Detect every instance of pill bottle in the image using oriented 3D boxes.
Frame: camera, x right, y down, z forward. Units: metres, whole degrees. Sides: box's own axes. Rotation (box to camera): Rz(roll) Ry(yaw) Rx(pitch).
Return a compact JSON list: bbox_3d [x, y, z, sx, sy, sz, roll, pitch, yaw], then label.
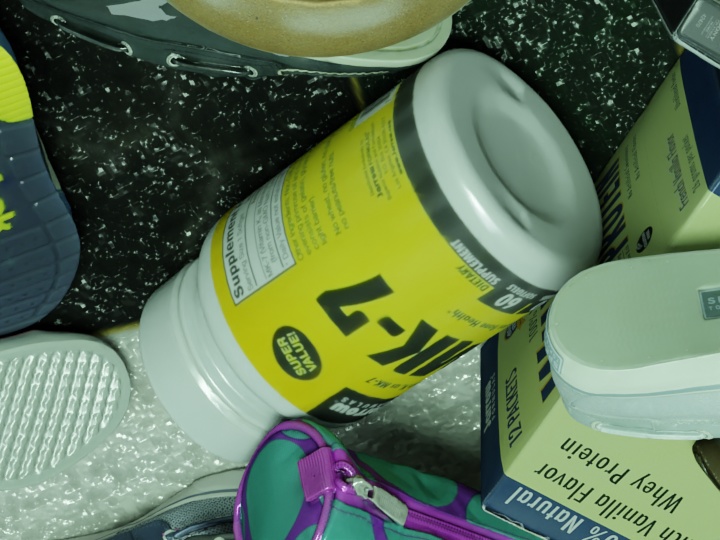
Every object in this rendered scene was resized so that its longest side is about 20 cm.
[{"bbox_3d":[0.000,0.000,0.894,0.199,0.115,0.114,-35,112,31],"label":"pill bottle"}]

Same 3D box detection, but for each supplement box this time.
[{"bbox_3d":[0.185,0.040,0.898,0.199,0.135,0.201,27,118,-11],"label":"supplement box"}]

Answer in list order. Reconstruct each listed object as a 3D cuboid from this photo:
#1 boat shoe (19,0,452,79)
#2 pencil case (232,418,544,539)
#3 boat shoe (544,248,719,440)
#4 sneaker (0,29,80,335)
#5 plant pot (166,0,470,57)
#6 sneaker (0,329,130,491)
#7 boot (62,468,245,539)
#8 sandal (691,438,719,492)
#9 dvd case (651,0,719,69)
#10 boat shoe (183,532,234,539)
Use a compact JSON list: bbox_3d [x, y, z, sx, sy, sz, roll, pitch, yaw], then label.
[{"bbox_3d":[-0.061,-0.116,0.869,0.197,0.075,0.066,7,152,-7],"label":"boat shoe"},{"bbox_3d":[0.043,0.135,0.904,0.199,0.086,0.092,19,146,-24],"label":"pencil case"},{"bbox_3d":[0.172,0.029,0.785,0.199,0.071,0.072,-4,146,6],"label":"boat shoe"},{"bbox_3d":[-0.177,-0.050,0.914,0.073,0.083,0.201,-18,139,-17],"label":"sneaker"},{"bbox_3d":[-0.017,-0.187,0.804,0.198,0.027,0.202,0,99,-1],"label":"plant pot"},{"bbox_3d":[-0.218,0.075,0.990,0.199,0.105,0.076,-25,114,-16],"label":"sneaker"},{"bbox_3d":[-0.109,0.171,1.017,0.198,0.091,0.073,-22,116,15],"label":"boot"},{"bbox_3d":[0.221,0.122,0.833,0.200,0.082,0.055,41,92,-11],"label":"sandal"},{"bbox_3d":[0.202,-0.075,0.823,0.199,0.151,0.025,29,110,-13],"label":"dvd case"},{"bbox_3d":[0.004,0.133,0.990,0.198,0.070,0.067,-14,79,-15],"label":"boat shoe"}]
